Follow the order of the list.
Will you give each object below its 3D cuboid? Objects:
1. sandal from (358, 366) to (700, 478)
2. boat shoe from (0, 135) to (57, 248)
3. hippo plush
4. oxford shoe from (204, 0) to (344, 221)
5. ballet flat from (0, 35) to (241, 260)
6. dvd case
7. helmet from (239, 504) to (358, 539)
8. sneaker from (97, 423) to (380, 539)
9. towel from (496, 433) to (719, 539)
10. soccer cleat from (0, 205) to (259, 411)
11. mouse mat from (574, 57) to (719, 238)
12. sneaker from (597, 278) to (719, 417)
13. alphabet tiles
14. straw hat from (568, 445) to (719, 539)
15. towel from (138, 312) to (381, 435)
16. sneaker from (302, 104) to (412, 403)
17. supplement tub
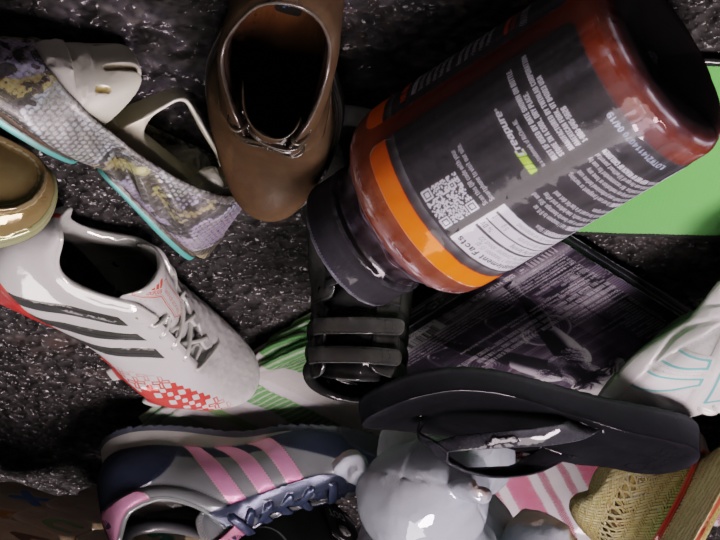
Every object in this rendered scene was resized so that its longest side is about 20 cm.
[{"bbox_3d":[0.098,0.093,1.194,0.199,0.043,0.076,9,155,-11],"label":"sandal"},{"bbox_3d":[-0.254,-0.063,1.105,0.200,0.074,0.063,16,149,-9],"label":"boat shoe"},{"bbox_3d":[0.029,0.161,1.289,0.159,0.200,0.161,2,127,30],"label":"hippo plush"},{"bbox_3d":[-0.046,-0.083,1.037,0.072,0.085,0.200,10,142,3],"label":"oxford shoe"},{"bbox_3d":[-0.127,-0.079,1.094,0.072,0.072,0.200,-21,141,30],"label":"ballet flat"},{"bbox_3d":[0.123,0.048,1.290,0.148,0.016,0.200,-34,135,31],"label":"dvd case"},{"bbox_3d":[-0.075,0.272,1.495,0.199,0.192,0.200,0,147,0],"label":"helmet"},{"bbox_3d":[-0.070,0.147,1.366,0.199,0.082,0.070,-2,146,5],"label":"sneaker"},{"bbox_3d":[0.145,0.154,1.456,0.199,0.030,0.146,-11,146,18],"label":"towel"},{"bbox_3d":[-0.125,0.023,1.236,0.200,0.069,0.085,33,140,-32],"label":"soccer cleat"},{"bbox_3d":[0.152,-0.064,1.145,0.199,0.008,0.161,1,147,-1],"label":"mouse mat"},{"bbox_3d":[0.205,0.055,1.216,0.080,0.070,0.200,49,131,4],"label":"sneaker"},{"bbox_3d":[-0.180,0.175,1.386,0.195,0.015,0.200,17,-168,22],"label":"alphabet tiles"},{"bbox_3d":[0.179,0.145,1.339,0.085,0.201,0.201,28,149,13],"label":"straw hat"},{"bbox_3d":[-0.028,0.089,1.370,0.152,0.023,0.200,27,139,-35],"label":"towel"},{"bbox_3d":[0.000,0.000,1.164,0.070,0.100,0.200,1,146,4],"label":"sneaker"},{"bbox_3d":[0.069,-0.059,1.044,0.200,0.107,0.107,-31,136,27],"label":"supplement tub"}]
